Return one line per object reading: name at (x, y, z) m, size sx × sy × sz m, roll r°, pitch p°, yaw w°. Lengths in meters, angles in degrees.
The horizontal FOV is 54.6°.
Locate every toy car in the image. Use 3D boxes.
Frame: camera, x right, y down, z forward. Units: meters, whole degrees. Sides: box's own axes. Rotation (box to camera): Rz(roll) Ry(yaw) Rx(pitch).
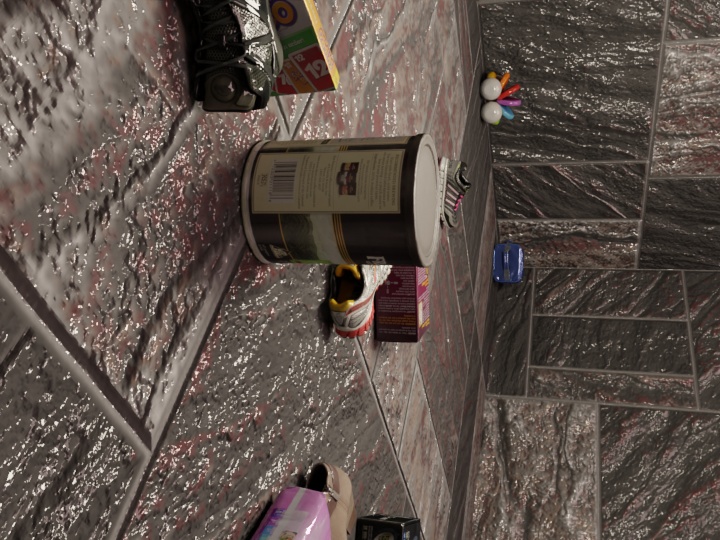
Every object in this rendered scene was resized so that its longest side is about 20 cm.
toy car at (0.550, -0.672, 2.722) m, size 0.175 × 0.148 × 0.203 m, roll -49°, pitch 137°, yaw -61°

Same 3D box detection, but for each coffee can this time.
coffee can at (-0.017, -0.079, 0.805) m, size 0.146 × 0.197 × 0.149 m, roll 2°, pitch 90°, yaw -72°

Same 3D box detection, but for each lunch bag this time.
lunch bag at (0.696, -0.040, 3.276) m, size 0.132 × 0.134 × 0.204 m, roll 7°, pitch 84°, yaw -73°

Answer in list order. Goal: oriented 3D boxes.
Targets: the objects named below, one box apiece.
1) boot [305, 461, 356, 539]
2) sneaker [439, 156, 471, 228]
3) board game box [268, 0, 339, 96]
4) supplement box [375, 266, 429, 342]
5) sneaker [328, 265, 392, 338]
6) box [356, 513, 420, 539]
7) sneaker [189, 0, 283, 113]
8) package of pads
boot at (-0.056, 0.370, 0.954) m, size 0.147 × 0.069 × 0.202 m, roll 63°, pitch 31°, yaw -45°
sneaker at (0.260, -0.210, 1.905) m, size 0.074 × 0.086 × 0.203 m, roll -54°, pitch 142°, yaw -62°
board game box at (-0.093, -0.262, 0.719) m, size 0.201 × 0.094 × 0.030 m, roll 68°, pitch 26°, yaw -52°
supplement box at (0.079, 0.025, 1.325) m, size 0.110 × 0.084 × 0.203 m, roll -31°, pitch 120°, yaw -71°
sneaker at (0.000, 0.000, 1.077) m, size 0.083 × 0.077 × 0.202 m, roll 67°, pitch 29°, yaw -51°
box at (0.047, 0.550, 1.255) m, size 0.164 × 0.085 × 0.203 m, roll 48°, pitch 46°, yaw -67°
sneaker at (-0.125, -0.226, 0.650) m, size 0.200 × 0.075 × 0.116 m, roll 75°, pitch 16°, yaw -55°
package of pads at (-0.093, 0.357, 0.796) m, size 0.200 × 0.074 × 0.122 m, roll -50°, pitch 136°, yaw -64°
